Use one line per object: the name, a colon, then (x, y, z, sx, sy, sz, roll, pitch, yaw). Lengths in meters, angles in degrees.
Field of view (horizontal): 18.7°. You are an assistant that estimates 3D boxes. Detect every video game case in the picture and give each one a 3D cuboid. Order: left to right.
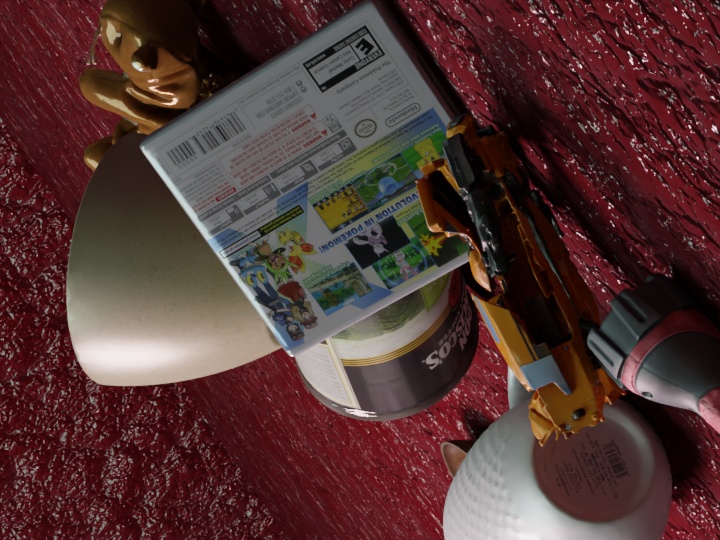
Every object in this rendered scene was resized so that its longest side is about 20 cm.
video game case: (-0.018, -0.059, 1.450, 0.183, 0.200, 0.022, 55, -155, -13)

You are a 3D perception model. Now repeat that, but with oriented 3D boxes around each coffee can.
coffee can: (0.000, 0.000, 1.615, 0.146, 0.146, 0.200, 45, 167, 32)

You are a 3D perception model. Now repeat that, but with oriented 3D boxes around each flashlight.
flashlight: (0.215, 0.088, 1.232, 0.200, 0.068, 0.068, 47, 173, 29)

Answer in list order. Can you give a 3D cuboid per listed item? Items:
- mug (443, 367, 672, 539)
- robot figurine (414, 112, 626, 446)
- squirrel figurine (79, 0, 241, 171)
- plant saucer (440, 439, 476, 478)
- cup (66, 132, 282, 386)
mug: (0.139, 0.133, 1.540, 0.175, 0.147, 0.201, 111, 151, -68)
robot figurine: (0.095, 0.001, 1.327, 0.200, 0.058, 0.145, 63, -164, 1)
squirrel figurine: (-0.140, -0.151, 1.837, 0.200, 0.142, 0.187, 33, 152, 19)
plant saucer: (0.150, 0.226, 2.002, 0.201, 0.037, 0.200, 50, 169, 14)
cup: (-0.121, -0.001, 1.710, 0.143, 0.201, 0.200, 7, 150, 18)
